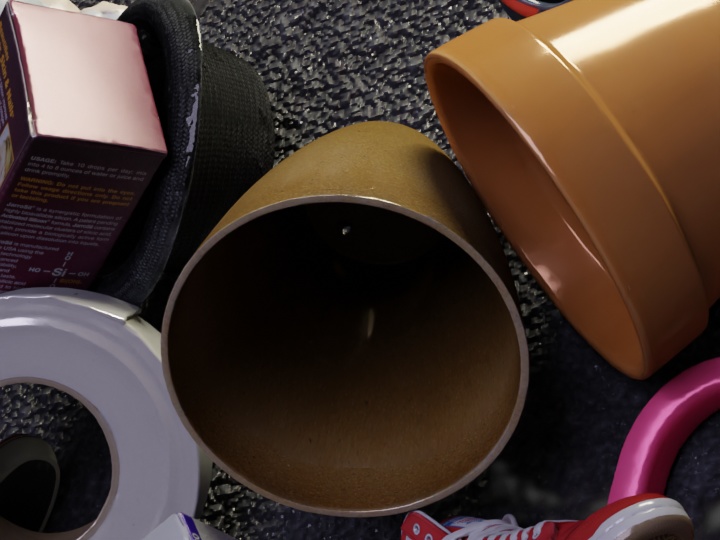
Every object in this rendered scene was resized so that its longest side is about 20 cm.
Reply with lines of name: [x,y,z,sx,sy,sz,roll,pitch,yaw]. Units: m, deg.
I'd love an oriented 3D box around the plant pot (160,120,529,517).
plant pot: [0.000,0.000,1.030,0.186,0.187,0.200,-28,22,19]

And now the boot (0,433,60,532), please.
boot: [-0.287,0.161,1.220,0.200,0.072,0.144,-53,49,5]

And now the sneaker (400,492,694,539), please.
sneaker: [0.083,0.143,0.950,0.200,0.071,0.113,-52,41,37]

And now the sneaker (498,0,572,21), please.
sneaker: [0.162,-0.176,1.076,0.199,0.084,0.075,-9,63,30]

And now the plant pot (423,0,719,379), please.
plant pot: [0.144,-0.065,0.979,0.140,0.200,0.200,-34,52,-5]

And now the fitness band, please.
fitness band: [0.187,0.137,0.940,0.143,0.037,0.201,4,69,35]

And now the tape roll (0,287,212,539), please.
tape roll: [-0.187,0.110,1.106,0.201,0.071,0.204,0,93,2]

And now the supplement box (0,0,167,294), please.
supplement box: [-0.201,-0.051,1.152,0.200,0.085,0.111,-54,41,40]

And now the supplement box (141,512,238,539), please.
supplement box: [-0.053,0.215,0.955,0.103,0.200,0.101,-40,53,9]

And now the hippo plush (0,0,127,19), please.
hippo plush: [-0.255,-0.130,1.278,0.200,0.161,0.159,-44,52,7]

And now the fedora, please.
fedora: [-0.110,-0.069,1.182,0.200,0.091,0.202,-21,66,57]
